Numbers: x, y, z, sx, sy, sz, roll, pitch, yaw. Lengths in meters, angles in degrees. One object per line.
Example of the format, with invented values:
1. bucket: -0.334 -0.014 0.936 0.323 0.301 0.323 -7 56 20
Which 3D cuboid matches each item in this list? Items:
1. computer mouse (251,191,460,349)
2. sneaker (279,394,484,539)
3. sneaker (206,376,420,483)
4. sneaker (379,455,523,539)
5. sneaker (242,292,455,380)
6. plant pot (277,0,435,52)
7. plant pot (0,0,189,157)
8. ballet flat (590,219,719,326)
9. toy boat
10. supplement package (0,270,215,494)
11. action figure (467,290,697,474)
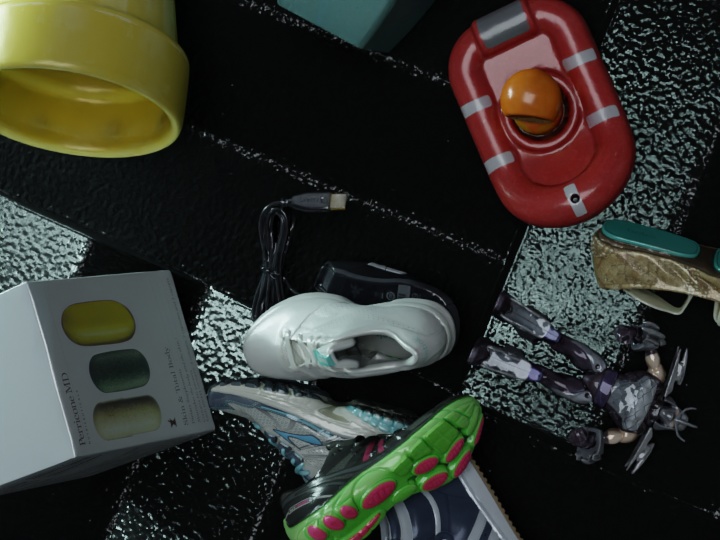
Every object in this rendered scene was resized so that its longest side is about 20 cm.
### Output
1. computer mouse: 0.000 0.000 1.681 0.198 0.046 0.142 7 107 22
2. sneaker: 0.016 0.157 1.599 0.199 0.077 0.084 -31 45 -16
3. sneaker: -0.047 0.148 1.677 0.198 0.078 0.087 14 94 14
4. sneaker: 0.087 0.254 1.623 0.108 0.070 0.201 -27 73 -17
5. sneaker: -0.023 0.063 1.634 0.198 0.088 0.076 -8 105 27
6. plant pot: 0.017 -0.299 1.657 0.141 0.141 0.201 29 101 13
7. plant pot: -0.244 -0.224 1.695 0.198 0.201 0.191 1 71 13
8. ballet flat: 0.290 0.009 1.618 0.198 0.071 0.066 15 118 17
9. toy boat: 0.150 -0.135 1.616 0.130 0.131 0.202 -24 81 11
10. supplement package: -0.255 0.098 1.648 0.150 0.199 0.153 -21 82 30
11. action figure: 0.193 0.093 1.627 0.198 0.069 0.131 25 84 9
